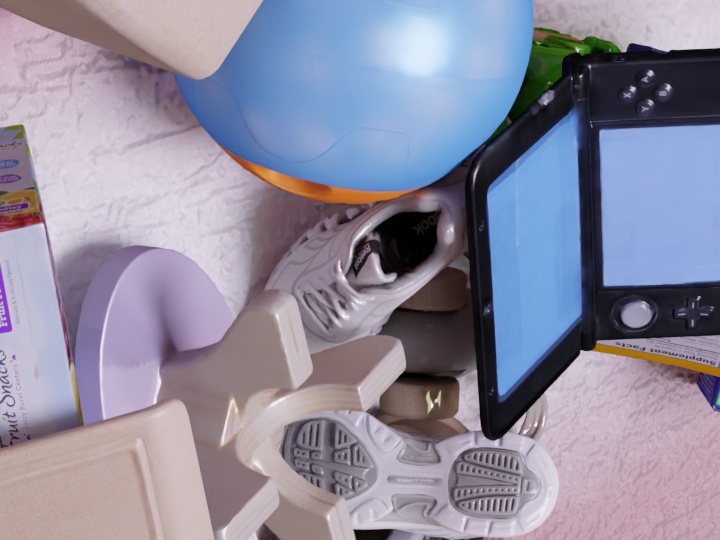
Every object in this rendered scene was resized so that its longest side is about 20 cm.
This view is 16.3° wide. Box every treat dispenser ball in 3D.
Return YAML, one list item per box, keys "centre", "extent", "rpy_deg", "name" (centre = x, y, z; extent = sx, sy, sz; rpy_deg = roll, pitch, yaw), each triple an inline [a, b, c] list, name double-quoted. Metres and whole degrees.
- centre: [-0.006, -0.137, 1.362]
  extent: [0.200, 0.200, 0.202]
  rpy_deg: [-17, 115, -41]
  name: "treat dispenser ball"

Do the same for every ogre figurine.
- centre: [0.105, -0.087, 1.560]
  extent: [0.200, 0.098, 0.120]
  rpy_deg: [-51, 154, -78]
  name: "ogre figurine"

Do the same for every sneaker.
- centre: [0.023, 0.131, 1.513]
  extent: [0.099, 0.199, 0.078]
  rpy_deg: [61, 42, -72]
  name: "sneaker"
- centre: [0.000, 0.000, 1.444]
  extent: [0.075, 0.200, 0.081]
  rpy_deg: [49, 31, -1]
  name: "sneaker"

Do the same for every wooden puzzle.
- centre: [-0.166, 0.168, 1.253]
  extent: [0.199, 0.037, 0.186]
  rpy_deg: [-17, 117, -15]
  name: "wooden puzzle"

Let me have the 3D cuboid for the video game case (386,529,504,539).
- centre: [0.042, 0.240, 1.593]
  extent: [0.200, 0.023, 0.182]
  rpy_deg: [-56, 142, -35]
  name: "video game case"

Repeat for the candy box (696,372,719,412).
- centre: [0.299, 0.002, 1.746]
  extent: [0.169, 0.077, 0.201]
  rpy_deg: [-46, 150, -85]
  name: "candy box"

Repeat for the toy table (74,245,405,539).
- centre: [-0.070, 0.085, 1.391]
  extent: [0.184, 0.117, 0.200]
  rpy_deg: [-55, 138, -34]
  name: "toy table"

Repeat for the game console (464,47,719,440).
- centre: [0.151, -0.012, 1.431]
  extent: [0.117, 0.175, 0.201]
  rpy_deg: [-86, 173, -53]
  name: "game console"

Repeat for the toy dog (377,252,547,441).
- centre: [0.050, 0.034, 1.577]
  extent: [0.200, 0.096, 0.132]
  rpy_deg: [26, 79, -60]
  name: "toy dog"

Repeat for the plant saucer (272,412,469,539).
- centre: [0.010, 0.182, 1.613]
  extent: [0.200, 0.029, 0.201]
  rpy_deg: [-16, 114, -41]
  name: "plant saucer"

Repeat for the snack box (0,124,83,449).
- centre: [-0.176, 0.043, 1.296]
  extent: [0.053, 0.142, 0.201]
  rpy_deg: [-10, 115, -9]
  name: "snack box"

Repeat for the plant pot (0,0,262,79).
- centre: [-0.126, -0.209, 1.229]
  extent: [0.200, 0.199, 0.177]
  rpy_deg: [-59, 141, -13]
  name: "plant pot"

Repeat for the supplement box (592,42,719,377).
- centre: [0.203, -0.035, 1.596]
  extent: [0.200, 0.108, 0.110]
  rpy_deg: [93, 10, -57]
  name: "supplement box"

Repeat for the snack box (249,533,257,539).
- centre: [-0.086, 0.256, 1.472]
  extent: [0.116, 0.037, 0.201]
  rpy_deg: [-16, 86, -41]
  name: "snack box"
